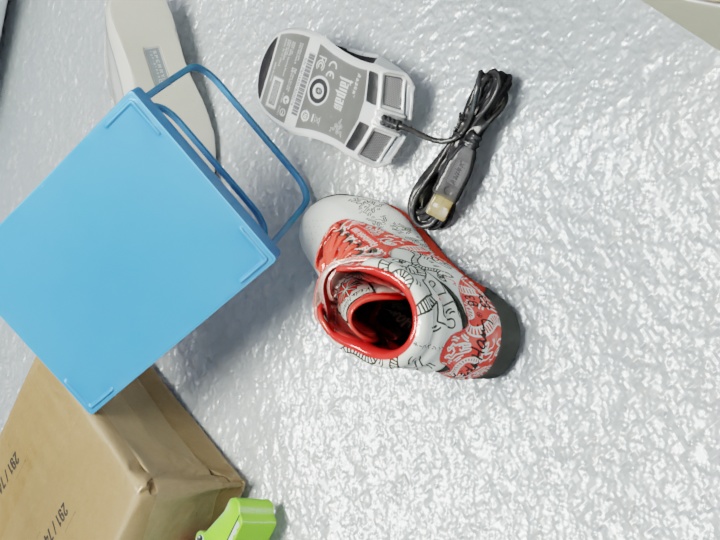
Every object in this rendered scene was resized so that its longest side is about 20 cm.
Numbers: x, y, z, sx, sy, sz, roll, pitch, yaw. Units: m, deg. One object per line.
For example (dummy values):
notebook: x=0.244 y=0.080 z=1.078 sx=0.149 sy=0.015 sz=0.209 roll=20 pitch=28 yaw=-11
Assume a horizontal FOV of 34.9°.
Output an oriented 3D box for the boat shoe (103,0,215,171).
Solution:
boat shoe: x=-0.170 y=-0.128 z=0.925 sx=0.203 sy=0.071 sz=0.069 roll=69 pitch=154 yaw=12

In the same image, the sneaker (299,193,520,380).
sneaker: x=0.001 y=-0.001 z=0.715 sx=0.201 sy=0.107 sz=0.068 roll=38 pitch=109 yaw=39

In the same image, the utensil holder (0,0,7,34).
utensil holder: x=-0.433 y=-0.229 z=1.110 sx=0.168 sy=0.168 sz=0.204 roll=17 pitch=98 yaw=42

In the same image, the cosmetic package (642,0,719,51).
cosmetic package: x=0.203 y=-0.133 z=0.485 sx=0.087 sy=0.198 sz=0.105 roll=26 pitch=102 yaw=42

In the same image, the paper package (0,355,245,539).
paper package: x=-0.206 y=0.186 z=0.883 sx=0.190 sy=0.102 sz=0.202 roll=42 pitch=112 yaw=39

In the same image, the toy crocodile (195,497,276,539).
toy crocodile: x=-0.117 y=0.247 z=0.816 sx=0.062 sy=0.067 sz=0.203 roll=35 pitch=108 yaw=40

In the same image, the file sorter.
file sorter: x=-0.152 y=-0.028 z=0.811 sx=0.199 sy=0.123 sz=0.139 roll=-37 pitch=100 yaw=27

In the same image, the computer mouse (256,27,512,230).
computer mouse: x=0.009 y=-0.110 z=0.771 sx=0.199 sy=0.044 sz=0.111 roll=31 pitch=110 yaw=35
